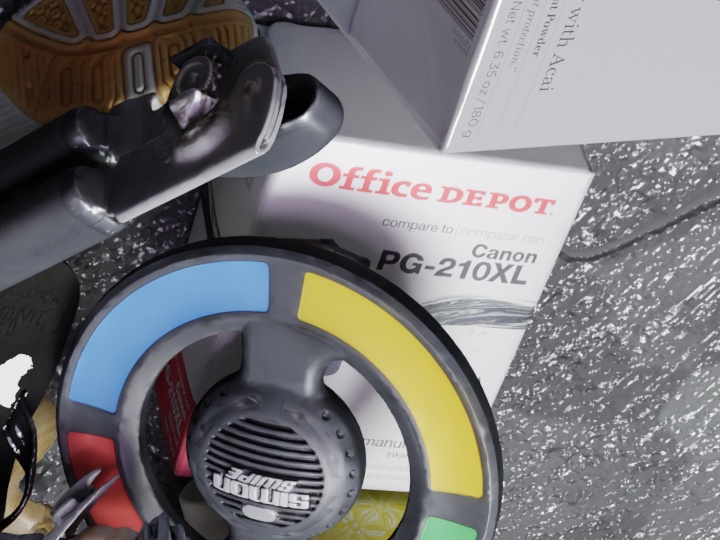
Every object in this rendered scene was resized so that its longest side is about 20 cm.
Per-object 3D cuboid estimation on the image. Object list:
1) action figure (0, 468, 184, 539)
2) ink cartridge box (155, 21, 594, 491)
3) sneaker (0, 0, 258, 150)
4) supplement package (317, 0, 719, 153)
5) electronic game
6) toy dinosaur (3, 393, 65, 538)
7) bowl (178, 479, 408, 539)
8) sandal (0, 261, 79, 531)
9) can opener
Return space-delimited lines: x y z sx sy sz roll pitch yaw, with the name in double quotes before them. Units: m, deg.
"action figure" -0.091 0.170 0.829 0.200 0.069 0.130 36 118 0
"ink cartridge box" 0.000 0.000 0.882 0.144 0.085 0.201 6 127 -20
"sneaker" -0.122 -0.062 0.804 0.199 0.076 0.088 -17 146 21
"supplement package" 0.102 -0.131 0.746 0.199 0.120 0.122 -6 132 -31
"electronic game" -0.037 0.079 0.825 0.199 0.042 0.201 7 116 14
"toy dinosaur" -0.190 0.077 0.900 0.101 0.058 0.201 -24 134 -17
"bowl" -0.036 0.147 0.957 0.199 0.200 0.108 -19 100 1
"sandal" -0.171 0.083 0.841 0.075 0.045 0.201 4 120 -39
"can opener" -0.096 -0.027 0.740 0.199 0.054 0.067 -24 142 31
